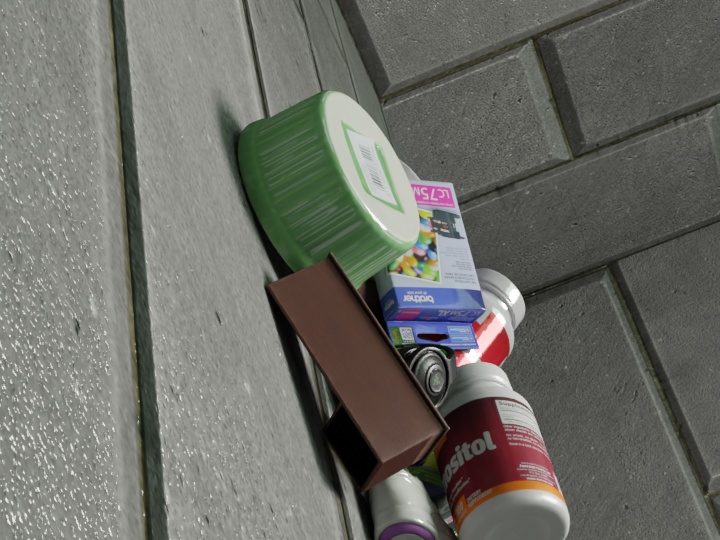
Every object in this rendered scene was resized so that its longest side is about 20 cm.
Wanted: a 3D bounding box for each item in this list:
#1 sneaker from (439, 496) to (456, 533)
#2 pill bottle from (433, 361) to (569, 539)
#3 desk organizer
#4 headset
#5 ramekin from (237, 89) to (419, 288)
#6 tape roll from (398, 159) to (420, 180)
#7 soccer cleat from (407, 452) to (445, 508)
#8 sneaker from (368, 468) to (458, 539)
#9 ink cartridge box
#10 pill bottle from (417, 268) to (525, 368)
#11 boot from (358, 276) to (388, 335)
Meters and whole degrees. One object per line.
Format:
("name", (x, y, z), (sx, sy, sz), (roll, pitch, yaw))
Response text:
("sneaker", (0.074, 0.226, 1.668), (0.201, 0.076, 0.084), (-104, 174, -53))
("pill bottle", (0.134, 0.194, 1.488), (0.201, 0.112, 0.114), (-105, 171, -48))
("desk organizer", (-0.013, 0.093, 1.339), (0.201, 0.076, 0.072), (56, -31, 18))
("headset", (0.029, 0.125, 1.479), (0.200, 0.122, 0.095), (-31, 116, -68))
("ramekin", (-0.025, -0.082, 1.468), (0.200, 0.097, 0.201), (49, 24, -30))
("tape roll", (0.033, -0.037, 1.793), (0.203, 0.070, 0.204), (50, -26, 35))
("soccer cleat", (0.090, 0.204, 1.581), (0.199, 0.064, 0.085), (-17, 86, -50))
("sneaker", (0.059, 0.251, 1.464), (0.200, 0.074, 0.101), (60, 12, -55))
("ink cartridge box", (0.069, -0.009, 1.635), (0.042, 0.118, 0.202), (-44, -130, 50))
("pill bottle", (0.107, 0.091, 1.691), (0.200, 0.111, 0.113), (-48, 126, -35))
("boot", (-0.017, 0.048, 1.599), (0.167, 0.071, 0.202), (-77, 149, -57))
